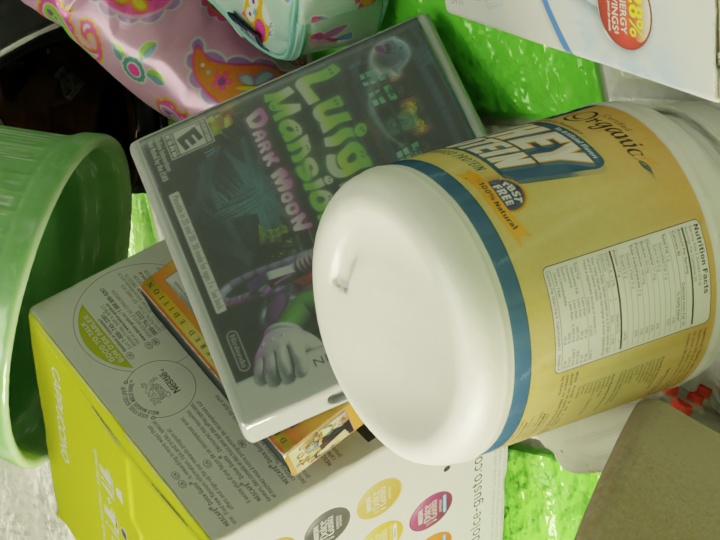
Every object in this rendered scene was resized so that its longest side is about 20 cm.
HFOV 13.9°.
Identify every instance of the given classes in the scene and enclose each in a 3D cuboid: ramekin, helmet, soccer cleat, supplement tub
[{"bbox_3d":[-0.213,0.008,1.721,0.097,0.200,0.201,14,126,11],"label":"ramekin"},{"bbox_3d":[-0.224,-0.118,1.881,0.200,0.200,0.191,7,116,56],"label":"helmet"},{"bbox_3d":[0.140,0.083,1.513,0.200,0.069,0.078,43,112,47],"label":"soccer cleat"},{"bbox_3d":[0.093,0.000,1.419,0.145,0.199,0.145,33,131,47],"label":"supplement tub"}]

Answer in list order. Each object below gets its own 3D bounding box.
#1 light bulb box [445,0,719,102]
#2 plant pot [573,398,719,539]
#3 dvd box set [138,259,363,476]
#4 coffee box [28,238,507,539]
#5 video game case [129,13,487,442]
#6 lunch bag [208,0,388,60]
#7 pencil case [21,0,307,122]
[{"bbox_3d":[0.137,-0.200,1.315,0.200,0.124,0.199,24,126,52],"label":"light bulb box"},{"bbox_3d":[0.157,0.222,1.400,0.199,0.177,0.200,30,137,13],"label":"plant pot"},{"bbox_3d":[0.000,0.000,1.581,0.146,0.200,0.029,46,169,34],"label":"dvd box set"},{"bbox_3d":[-0.052,0.103,1.680,0.200,0.197,0.200,48,155,33],"label":"coffee box"},{"bbox_3d":[-0.011,-0.027,1.567,0.023,0.181,0.200,67,179,-56],"label":"video game case"},{"bbox_3d":[-0.050,-0.224,1.645,0.160,0.077,0.201,42,139,39],"label":"lunch bag"},{"bbox_3d":[-0.115,-0.140,1.742,0.200,0.087,0.088,39,141,12],"label":"pencil case"}]
